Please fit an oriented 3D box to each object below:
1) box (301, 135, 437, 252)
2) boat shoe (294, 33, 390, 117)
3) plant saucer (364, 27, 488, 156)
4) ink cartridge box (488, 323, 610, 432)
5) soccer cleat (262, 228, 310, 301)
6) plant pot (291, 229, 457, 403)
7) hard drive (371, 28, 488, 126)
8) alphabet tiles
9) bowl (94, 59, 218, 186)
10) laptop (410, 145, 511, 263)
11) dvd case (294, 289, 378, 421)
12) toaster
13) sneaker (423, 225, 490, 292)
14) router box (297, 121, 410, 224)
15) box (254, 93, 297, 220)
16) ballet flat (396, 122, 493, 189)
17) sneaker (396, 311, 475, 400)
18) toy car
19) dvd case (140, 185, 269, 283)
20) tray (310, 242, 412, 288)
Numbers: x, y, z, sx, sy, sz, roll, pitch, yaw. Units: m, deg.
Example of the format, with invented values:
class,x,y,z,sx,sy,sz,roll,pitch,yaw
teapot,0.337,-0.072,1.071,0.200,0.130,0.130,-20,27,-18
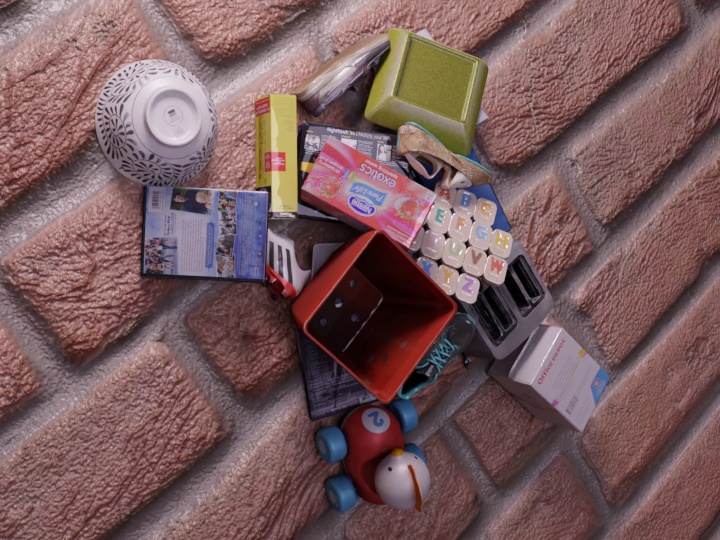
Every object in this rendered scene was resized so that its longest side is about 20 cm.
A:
class,x,y,z,sx,sy,sz,roll,pitch,yaw
box,0.011,-0.118,1.457,0.198,0.095,0.103,29,84,0
boat shoe,-0.023,-0.337,1.554,0.199,0.072,0.065,-39,114,-18
plant saucer,0.125,-0.323,1.569,0.197,0.048,0.202,19,67,-8
ink cartridge box,0.356,0.194,1.730,0.200,0.125,0.129,42,72,-27
soccer cleat,-0.156,-0.042,1.493,0.085,0.068,0.201,-47,111,-35
plant pot,0.000,0.063,1.476,0.200,0.176,0.201,44,78,-23
hard drive,0.123,-0.322,1.613,0.131,0.026,0.201,-32,84,-23
alphabet tiles,0.163,-0.050,1.537,0.198,0.015,0.198,21,67,-10
bowl,-0.300,-0.231,1.390,0.198,0.094,0.204,-1,92,-27
laptop,0.132,-0.099,1.615,0.199,0.116,0.189,-36,107,-23
dvd case,-0.035,0.147,1.576,0.147,0.016,0.203,-13,102,-24
toaster,0.240,0.057,1.676,0.180,0.118,0.201,-40,109,-21
sneaker,0.165,-0.051,1.591,0.200,0.071,0.075,47,59,6
router box,-0.016,-0.159,1.542,0.197,0.052,0.160,7,88,-13
box,-0.140,-0.185,1.489,0.050,0.075,0.203,-1,93,-28
ballet flat,0.139,-0.178,1.537,0.198,0.070,0.066,27,77,-21
sneaker,0.129,0.158,1.585,0.077,0.091,0.200,41,106,-15
toy car,0.055,0.330,1.531,0.183,0.199,0.179,-17,104,-27
dvd case,-0.245,-0.057,1.419,0.197,0.018,0.145,3,92,-3
tray,0.000,0.000,1.587,0.198,0.022,0.109,-3,107,-27
